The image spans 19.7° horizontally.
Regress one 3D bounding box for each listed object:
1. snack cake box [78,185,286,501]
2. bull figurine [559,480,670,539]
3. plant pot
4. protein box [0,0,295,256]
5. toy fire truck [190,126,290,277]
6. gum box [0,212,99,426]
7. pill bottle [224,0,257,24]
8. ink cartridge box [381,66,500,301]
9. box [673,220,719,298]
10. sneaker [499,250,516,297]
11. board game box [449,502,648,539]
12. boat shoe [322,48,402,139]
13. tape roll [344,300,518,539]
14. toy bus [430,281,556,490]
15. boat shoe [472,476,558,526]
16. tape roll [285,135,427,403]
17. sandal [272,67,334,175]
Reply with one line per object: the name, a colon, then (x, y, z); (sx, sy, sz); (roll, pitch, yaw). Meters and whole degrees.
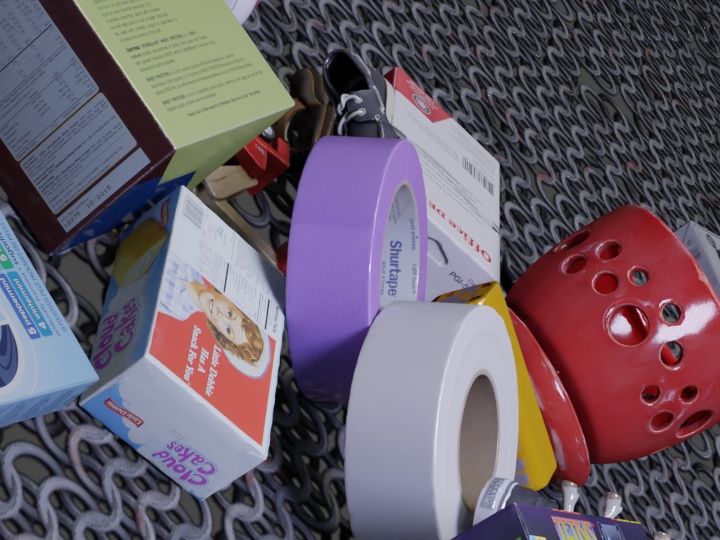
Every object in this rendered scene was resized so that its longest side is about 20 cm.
snack cake box: (-0.117, 0.047, 1.437); (0.115, 0.067, 0.201); (43, 27, -24)
bull figurine: (0.190, 0.248, 1.689); (0.200, 0.065, 0.122); (43, 59, -37)
plant pot: (0.198, 0.070, 1.749); (0.201, 0.182, 0.201); (58, -14, 24)
protein box: (-0.187, -0.147, 1.481); (0.201, 0.135, 0.198); (55, 26, 2)
toy fire truck: (-0.105, -0.075, 1.630); (0.200, 0.049, 0.141); (40, 29, -26)
gum box: (-0.266, 0.019, 1.245); (0.171, 0.044, 0.200); (58, 25, 9)
pill bottle: (-0.132, -0.240, 1.665); (0.112, 0.112, 0.200); (49, 9, -9)
ink cartridge box: (0.048, -0.064, 1.837); (0.147, 0.083, 0.201); (42, 27, -22)
box: (0.428, 0.030, 2.390); (0.199, 0.060, 0.117); (22, 39, -47)
sneaker: (0.157, 0.072, 1.861); (0.201, 0.078, 0.066); (53, 23, -5)
board game box: (0.080, 0.229, 1.389); (0.165, 0.200, 0.057); (18, 45, -51)
boat shoe: (-0.008, -0.122, 1.756); (0.063, 0.072, 0.200); (47, 21, -26)
tape roll: (0.055, 0.124, 1.512); (0.202, 0.070, 0.204); (3, 90, -70)
toy bus: (0.099, 0.117, 1.645); (0.065, 0.078, 0.201); (-44, 117, -68)
boat shoe: (0.122, 0.223, 1.510); (0.201, 0.066, 0.070); (85, 27, -45)
tape roll: (0.000, 0.000, 1.569); (0.200, 0.065, 0.202); (3, 90, -77)
sandal: (-0.053, -0.118, 1.752); (0.054, 0.082, 0.200); (1, 29, -8)
